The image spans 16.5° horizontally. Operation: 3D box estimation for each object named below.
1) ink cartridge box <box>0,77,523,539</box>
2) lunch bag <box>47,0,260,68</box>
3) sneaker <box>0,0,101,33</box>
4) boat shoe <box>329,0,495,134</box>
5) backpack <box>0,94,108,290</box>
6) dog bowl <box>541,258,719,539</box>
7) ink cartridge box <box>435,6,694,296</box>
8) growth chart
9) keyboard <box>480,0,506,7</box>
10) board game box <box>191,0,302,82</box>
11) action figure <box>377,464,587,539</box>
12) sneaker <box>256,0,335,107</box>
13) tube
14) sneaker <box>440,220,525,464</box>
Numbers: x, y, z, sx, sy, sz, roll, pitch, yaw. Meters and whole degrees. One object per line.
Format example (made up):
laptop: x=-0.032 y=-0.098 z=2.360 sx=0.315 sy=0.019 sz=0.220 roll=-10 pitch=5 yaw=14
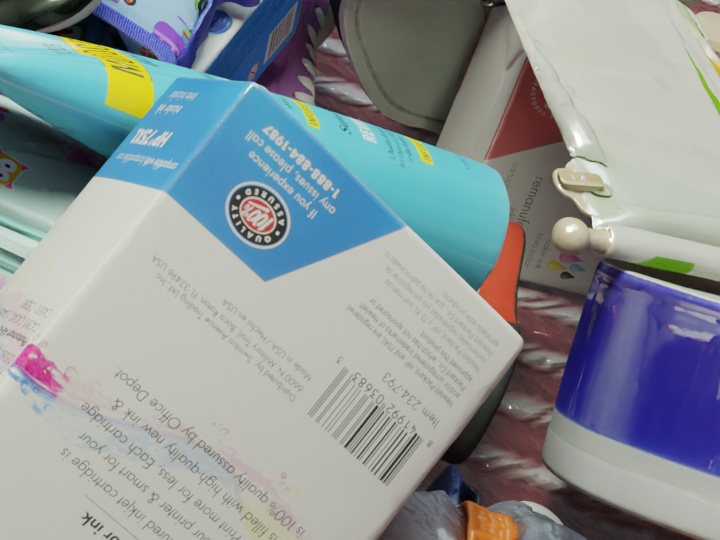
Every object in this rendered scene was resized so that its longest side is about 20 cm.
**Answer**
ink cartridge box: x=-0.063 y=0.058 z=0.693 sx=0.116 sy=0.200 sz=0.067 roll=43 pitch=-11 yaw=-22
lunch bag: x=-0.126 y=-0.146 z=0.916 sx=0.200 sy=0.094 sz=0.151 roll=20 pitch=45 yaw=-7
sneaker: x=-0.175 y=-0.108 z=0.793 sx=0.199 sy=0.081 sz=0.086 roll=-3 pitch=12 yaw=-9
boat shoe: x=0.031 y=-0.102 z=1.111 sx=0.060 sy=0.076 sz=0.200 roll=47 pitch=3 yaw=31
backpack: x=-0.124 y=0.010 z=0.785 sx=0.200 sy=0.127 sz=0.167 roll=24 pitch=24 yaw=-4
dog bowl: x=0.171 y=0.058 z=0.893 sx=0.200 sy=0.079 sz=0.200 roll=15 pitch=4 yaw=-1
ink cartridge box: x=0.141 y=-0.045 z=1.093 sx=0.199 sy=0.117 sz=0.068 roll=12 pitch=27 yaw=-18
growth chart: x=0.111 y=-0.064 z=0.939 sx=0.144 sy=0.018 sz=0.200 roll=15 pitch=39 yaw=-29
keyboard: x=0.056 y=-0.133 z=1.032 sx=0.200 sy=0.021 sz=0.127 roll=3 pitch=30 yaw=-39
board game box: x=-0.150 y=-0.096 z=0.953 sx=0.195 sy=0.056 sz=0.200 roll=26 pitch=49 yaw=10
action figure: x=0.078 y=0.108 z=0.792 sx=0.193 sy=0.105 sz=0.200 roll=23 pitch=26 yaw=-20
sneaker: x=-0.038 y=-0.068 z=1.058 sx=0.114 sy=0.073 sz=0.200 roll=31 pitch=39 yaw=15
tube: x=-0.047 y=-0.040 z=0.768 sx=0.200 sy=0.051 sz=0.077 roll=20 pitch=-1 yaw=-30
sneaker: x=0.000 y=-0.001 z=0.924 sx=0.108 sy=0.067 sz=0.201 roll=27 pitch=16 yaw=-6
